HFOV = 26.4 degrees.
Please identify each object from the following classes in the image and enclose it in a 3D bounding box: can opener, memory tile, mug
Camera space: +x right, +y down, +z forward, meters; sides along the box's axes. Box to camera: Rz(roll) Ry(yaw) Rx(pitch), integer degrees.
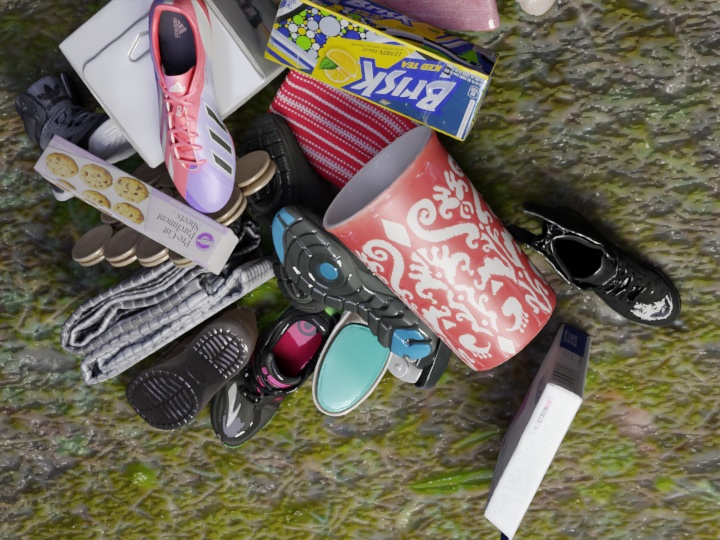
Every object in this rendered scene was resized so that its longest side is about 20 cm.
[{"bbox_3d":[0.083,0.024,1.555,0.052,0.066,0.202,35,109,36],"label":"can opener"},{"bbox_3d":[-0.183,-0.060,1.496,0.199,0.154,0.017,1,137,43],"label":"memory tile"},{"bbox_3d":[0.087,-0.029,1.426,0.200,0.178,0.133,47,134,-14],"label":"mug"}]

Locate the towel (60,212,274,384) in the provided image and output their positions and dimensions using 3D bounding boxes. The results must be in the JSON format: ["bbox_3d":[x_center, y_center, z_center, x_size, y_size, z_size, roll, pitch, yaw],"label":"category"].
[{"bbox_3d":[-0.189,0.021,1.538,0.199,0.166,0.086,-31,92,16],"label":"towel"}]

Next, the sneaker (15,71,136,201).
[{"bbox_3d":[-0.284,-0.145,1.513,0.075,0.200,0.115,-30,91,-28],"label":"sneaker"}]

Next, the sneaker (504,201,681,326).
[{"bbox_3d":[0.230,-0.002,1.491,0.199,0.104,0.060,38,107,-2],"label":"sneaker"}]

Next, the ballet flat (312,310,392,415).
[{"bbox_3d":[0.007,0.051,1.551,0.069,0.069,0.202,22,93,3],"label":"ballet flat"}]

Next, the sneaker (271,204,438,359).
[{"bbox_3d":[0.000,0.000,1.481,0.200,0.082,0.073,41,138,-12],"label":"sneaker"}]

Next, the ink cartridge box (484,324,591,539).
[{"bbox_3d":[0.163,0.170,1.500,0.043,0.196,0.201,26,107,3],"label":"ink cartridge box"}]

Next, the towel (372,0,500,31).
[{"bbox_3d":[0.043,-0.307,1.361,0.143,0.023,0.202,5,123,36],"label":"towel"}]

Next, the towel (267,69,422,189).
[{"bbox_3d":[-0.007,-0.157,1.483,0.144,0.023,0.200,33,136,-3],"label":"towel"}]

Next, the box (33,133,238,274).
[{"bbox_3d":[-0.206,-0.061,1.399,0.199,0.039,0.042,29,81,16],"label":"box"}]

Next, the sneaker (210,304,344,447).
[{"bbox_3d":[-0.095,0.102,1.584,0.076,0.084,0.201,37,107,-1],"label":"sneaker"}]

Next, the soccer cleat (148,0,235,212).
[{"bbox_3d":[-0.151,-0.144,1.326,0.066,0.077,0.202,-2,106,8],"label":"soccer cleat"}]

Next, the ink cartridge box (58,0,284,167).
[{"bbox_3d":[-0.163,-0.210,1.452,0.145,0.200,0.145,-35,97,17],"label":"ink cartridge box"}]

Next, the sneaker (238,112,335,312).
[{"bbox_3d":[-0.059,-0.063,1.535,0.075,0.090,0.202,-7,105,43],"label":"sneaker"}]

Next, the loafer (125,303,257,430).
[{"bbox_3d":[-0.168,0.102,1.601,0.199,0.071,0.073,-33,100,37],"label":"loafer"}]

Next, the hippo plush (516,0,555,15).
[{"bbox_3d":[0.089,-0.321,1.402,0.159,0.159,0.202,-11,103,11],"label":"hippo plush"}]

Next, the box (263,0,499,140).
[{"bbox_3d":[0.020,-0.193,1.377,0.198,0.064,0.071,23,121,4],"label":"box"}]
